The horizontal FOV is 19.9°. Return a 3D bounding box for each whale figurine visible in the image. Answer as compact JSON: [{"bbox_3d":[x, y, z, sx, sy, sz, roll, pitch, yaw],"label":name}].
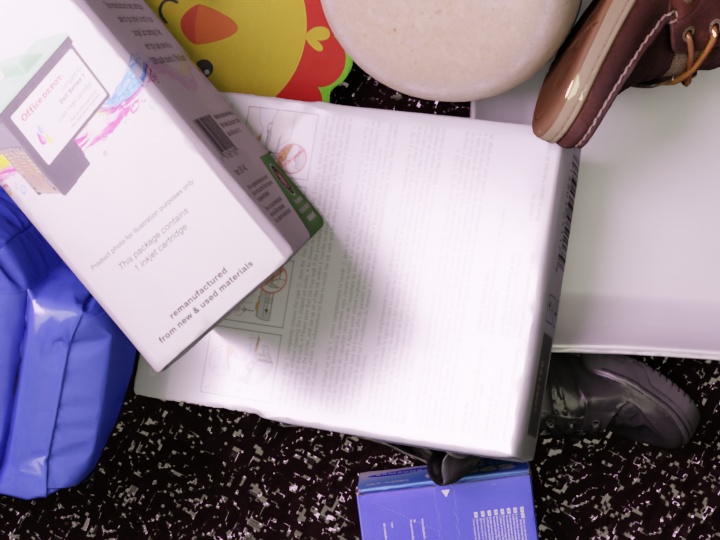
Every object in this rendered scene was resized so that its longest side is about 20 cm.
[{"bbox_3d":[0.048,-0.185,0.987,0.158,0.104,0.202,4,110,16],"label":"whale figurine"}]

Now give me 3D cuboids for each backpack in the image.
[{"bbox_3d":[-0.192,0.027,1.008,0.166,0.200,0.164,17,106,-4],"label":"backpack"}]

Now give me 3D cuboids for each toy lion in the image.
[{"bbox_3d":[-0.094,-0.155,1.038,0.190,0.069,0.202,0,111,-3],"label":"toy lion"}]

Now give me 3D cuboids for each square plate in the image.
[{"bbox_3d":[0.151,-0.054,1.046,0.196,0.028,0.202,3,80,4],"label":"square plate"}]

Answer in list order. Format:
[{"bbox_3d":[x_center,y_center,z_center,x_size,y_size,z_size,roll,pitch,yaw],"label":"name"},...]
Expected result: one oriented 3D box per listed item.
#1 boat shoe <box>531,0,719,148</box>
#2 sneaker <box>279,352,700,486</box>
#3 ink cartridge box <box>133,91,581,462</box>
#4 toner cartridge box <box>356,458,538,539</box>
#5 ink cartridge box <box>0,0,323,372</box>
[{"bbox_3d":[0.154,-0.126,0.999,0.072,0.072,0.201,36,58,-2],"label":"boat shoe"},{"bbox_3d":[0.067,0.073,1.056,0.199,0.060,0.105,26,70,5],"label":"sneaker"},{"bbox_3d":[0.000,0.000,1.020,0.198,0.057,0.164,7,83,20],"label":"ink cartridge box"},{"bbox_3d":[0.056,0.205,1.097,0.094,0.043,0.202,-7,97,2],"label":"toner cartridge box"},{"bbox_3d":[-0.115,-0.066,0.932,0.084,0.145,0.200,-39,93,8],"label":"ink cartridge box"}]
